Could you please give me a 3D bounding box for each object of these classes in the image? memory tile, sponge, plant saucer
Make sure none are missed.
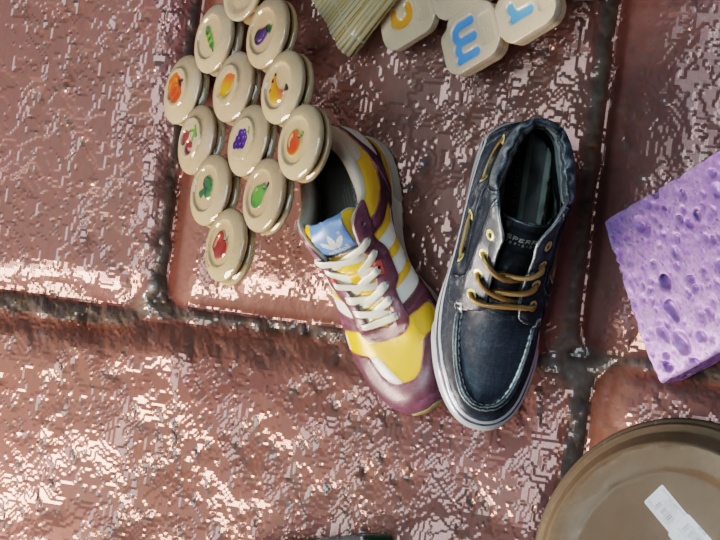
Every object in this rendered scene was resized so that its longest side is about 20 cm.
[{"bbox_3d":[-0.081,-0.105,1.533,0.153,0.017,0.201,-51,41,34],"label":"memory tile"},{"bbox_3d":[0.238,-0.020,1.372,0.200,0.030,0.112,-33,68,44],"label":"sponge"},{"bbox_3d":[0.194,0.192,1.413,0.199,0.029,0.202,-4,82,27],"label":"plant saucer"}]

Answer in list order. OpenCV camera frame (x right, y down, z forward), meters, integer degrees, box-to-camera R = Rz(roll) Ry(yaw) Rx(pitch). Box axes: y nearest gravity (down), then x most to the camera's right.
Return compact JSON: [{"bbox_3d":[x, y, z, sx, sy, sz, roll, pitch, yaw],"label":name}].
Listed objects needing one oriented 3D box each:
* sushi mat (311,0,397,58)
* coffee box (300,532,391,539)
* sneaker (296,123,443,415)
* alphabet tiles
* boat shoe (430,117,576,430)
[{"bbox_3d":[0.029,-0.247,1.525,0.200,0.012,0.096,-51,51,25],"label":"sushi mat"},{"bbox_3d":[-0.032,0.279,1.509,0.122,0.044,0.202,-8,81,26],"label":"coffee box"},{"bbox_3d":[0.000,0.000,1.498,0.075,0.090,0.201,-26,73,22],"label":"sneaker"},{"bbox_3d":[0.078,-0.234,1.495,0.195,0.015,0.201,-28,64,39],"label":"alphabet tiles"},{"bbox_3d":[0.090,0.001,1.440,0.070,0.091,0.202,8,87,-6],"label":"boat shoe"}]
